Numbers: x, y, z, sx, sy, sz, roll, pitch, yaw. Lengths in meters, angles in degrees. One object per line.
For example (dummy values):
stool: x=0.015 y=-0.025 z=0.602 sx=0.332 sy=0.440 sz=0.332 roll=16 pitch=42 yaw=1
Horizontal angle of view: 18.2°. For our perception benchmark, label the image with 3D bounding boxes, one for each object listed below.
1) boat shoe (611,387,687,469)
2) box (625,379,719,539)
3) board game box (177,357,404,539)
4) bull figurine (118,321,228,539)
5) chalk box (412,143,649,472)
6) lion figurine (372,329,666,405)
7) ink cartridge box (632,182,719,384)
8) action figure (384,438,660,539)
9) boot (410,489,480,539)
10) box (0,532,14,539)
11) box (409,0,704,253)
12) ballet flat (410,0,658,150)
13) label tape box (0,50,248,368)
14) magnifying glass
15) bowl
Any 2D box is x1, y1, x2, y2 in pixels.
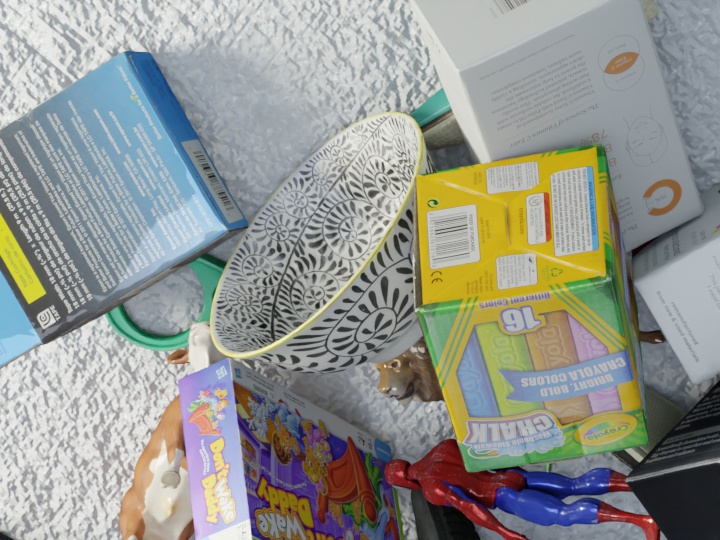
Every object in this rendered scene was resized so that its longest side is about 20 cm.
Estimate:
boat shoe: x=0.228 y=0.151 z=1.578 sx=0.200 sy=0.072 sz=0.068 roll=37 pitch=131 yaw=2
box: x=0.317 y=0.148 z=1.489 sx=0.200 sy=0.117 sz=0.197 roll=-40 pitch=99 yaw=-29
board game box: x=-0.041 y=0.157 z=1.520 sx=0.045 sy=0.200 sz=0.135 roll=-24 pitch=58 yaw=25
bull figurine: x=-0.123 y=0.135 z=1.586 sx=0.065 sy=0.122 sz=0.201 roll=16 pitch=119 yaw=-8
chalk box: x=0.113 y=0.041 z=1.419 sx=0.123 sy=0.125 sz=0.201 roll=-10 pitch=134 yaw=10
lion figurine: x=0.105 y=0.048 z=1.549 sx=0.200 sy=0.073 sz=0.123 roll=-33 pitch=103 yaw=28
ink cartridge box: x=0.284 y=-0.025 z=1.484 sx=0.199 sy=0.146 sz=0.083 roll=-30 pitch=99 yaw=13
action figure: x=0.111 y=0.155 z=1.548 sx=0.199 sy=0.066 sz=0.052 roll=11 pitch=133 yaw=16
boot: x=0.030 y=0.252 z=1.594 sx=0.130 sy=0.068 sz=0.201 roll=-21 pitch=70 yaw=17
box: x=-0.277 y=0.276 z=1.600 sx=0.148 sy=0.200 sz=0.107 roll=28 pitch=107 yaw=0
box: x=0.128 y=-0.106 z=1.451 sx=0.124 sy=0.098 sz=0.201 roll=-25 pitch=131 yaw=-2
ballet flat: x=0.116 y=-0.131 z=1.520 sx=0.200 sy=0.068 sz=0.062 roll=-39 pitch=103 yaw=15
label tape box: x=-0.201 y=-0.042 z=1.572 sx=0.199 sy=0.063 sz=0.145 roll=-30 pitch=89 yaw=13
magnifying glass: x=-0.087 y=0.018 z=1.605 sx=0.199 sy=0.022 sz=0.080 roll=-1 pitch=104 yaw=6
bowl: x=0.000 y=0.000 z=1.514 sx=0.094 sy=0.201 sz=0.201 roll=39 pitch=106 yaw=-25
